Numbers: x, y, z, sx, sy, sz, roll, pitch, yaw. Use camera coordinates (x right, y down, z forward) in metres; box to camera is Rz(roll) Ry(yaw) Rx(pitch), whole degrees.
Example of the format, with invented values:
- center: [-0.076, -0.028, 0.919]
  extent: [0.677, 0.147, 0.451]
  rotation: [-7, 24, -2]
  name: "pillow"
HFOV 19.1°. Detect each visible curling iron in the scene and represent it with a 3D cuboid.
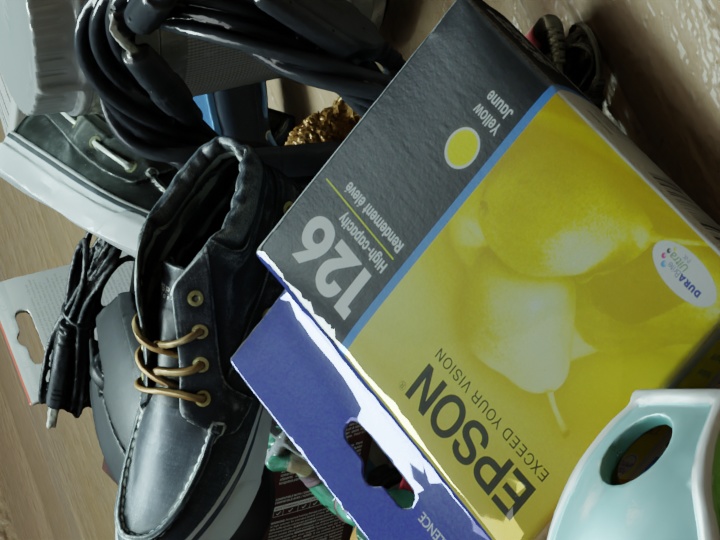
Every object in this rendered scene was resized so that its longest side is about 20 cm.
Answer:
- center: [0.068, -0.070, 0.984]
  extent: [0.200, 0.025, 0.050]
  rotation: [144, 113, -72]
  name: "curling iron"

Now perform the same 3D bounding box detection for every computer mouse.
- center: [-0.120, 0.077, 1.145]
  extent: [0.200, 0.053, 0.139]
  rotation: [45, 131, 35]
  name: "computer mouse"

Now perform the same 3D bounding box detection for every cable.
- center: [-0.039, -0.073, 1.009]
  extent: [0.163, 0.199, 0.051]
  rotation: [-30, 37, 49]
  name: "cable"

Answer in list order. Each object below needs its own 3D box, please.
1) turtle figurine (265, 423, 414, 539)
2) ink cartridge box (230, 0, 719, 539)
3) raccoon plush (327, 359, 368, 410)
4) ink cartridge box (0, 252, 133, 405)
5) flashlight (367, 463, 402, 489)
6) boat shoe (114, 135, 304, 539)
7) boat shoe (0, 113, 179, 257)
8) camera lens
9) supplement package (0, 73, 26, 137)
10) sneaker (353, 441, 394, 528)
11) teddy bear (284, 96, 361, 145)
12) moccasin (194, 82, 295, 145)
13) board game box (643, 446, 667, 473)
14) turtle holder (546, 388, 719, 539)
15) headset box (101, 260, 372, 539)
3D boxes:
- center: [-0.001, 0.156, 1.046]
  extent: [0.201, 0.100, 0.150]
  rotation: [92, 176, -50]
  name: "turtle figurine"
- center: [0.042, 0.021, 0.868]
  extent: [0.200, 0.047, 0.198]
  rotation: [-50, 54, 13]
  name: "ink cartridge box"
- center: [0.040, 0.001, 0.981]
  extent: [0.134, 0.096, 0.200]
  rotation: [-59, 29, 11]
  name: "raccoon plush"
- center: [-0.134, 0.038, 1.405]
  extent: [0.051, 0.199, 0.109]
  rotation: [97, 153, -49]
  name: "ink cartridge box"
- center: [0.044, 0.207, 1.208]
  extent: [0.068, 0.068, 0.201]
  rotation: [-144, 43, -62]
  name: "flashlight"
- center: [-0.080, 0.039, 0.989]
  extent: [0.071, 0.201, 0.091]
  rotation: [10, 161, 37]
  name: "boat shoe"
- center: [-0.117, -0.047, 1.113]
  extent: [0.199, 0.071, 0.072]
  rotation: [28, 177, 36]
  name: "boat shoe"
- center: [-0.092, -0.171, 1.110]
  extent: [0.160, 0.199, 0.161]
  rotation: [166, 90, -73]
  name: "camera lens"
- center: [-0.179, -0.201, 1.434]
  extent: [0.200, 0.151, 0.151]
  rotation: [119, 135, -65]
  name: "supplement package"
- center: [0.002, 0.115, 1.282]
  extent: [0.075, 0.087, 0.200]
  rotation: [-35, 90, 39]
  name: "sneaker"
- center: [0.000, 0.000, 1.183]
  extent: [0.145, 0.066, 0.201]
  rotation: [143, 112, -69]
  name: "teddy bear"
- center: [-0.067, -0.085, 1.329]
  extent: [0.080, 0.068, 0.201]
  rotation: [31, 135, 55]
  name: "moccasin"
- center: [0.106, 0.149, 1.009]
  extent: [0.199, 0.043, 0.201]
  rotation: [-135, 35, -60]
  name: "board game box"
- center: [0.136, 0.106, 0.731]
  extent: [0.185, 0.140, 0.133]
  rotation: [150, 122, -81]
  name: "turtle holder"
- center: [-0.063, 0.058, 1.173]
  extent: [0.149, 0.075, 0.201]
  rotation: [39, 128, 39]
  name: "headset box"
